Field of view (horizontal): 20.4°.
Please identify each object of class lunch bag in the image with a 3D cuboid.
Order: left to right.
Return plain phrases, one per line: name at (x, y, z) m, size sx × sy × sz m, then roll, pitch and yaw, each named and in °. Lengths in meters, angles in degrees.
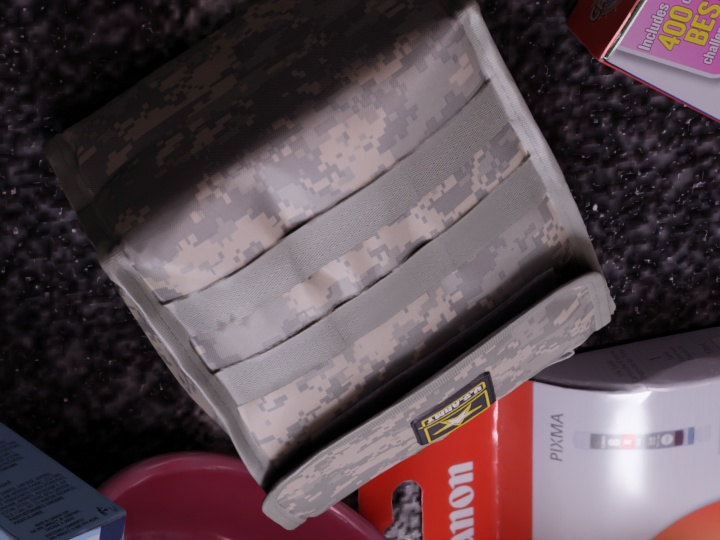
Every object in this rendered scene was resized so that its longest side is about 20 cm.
lunch bag at (0.000, 0.000, 0.771) m, size 0.163 × 0.118 × 0.201 m, roll -33°, pitch 127°, yaw -3°

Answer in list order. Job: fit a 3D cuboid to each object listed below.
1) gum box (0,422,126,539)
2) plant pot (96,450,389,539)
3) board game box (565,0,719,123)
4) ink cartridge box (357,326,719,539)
gum box at (-0.177, 0.118, 0.733) m, size 0.044 × 0.199 × 0.171 m, roll -20°, pitch 130°, yaw -46°
plant pot at (-0.074, 0.208, 0.830) m, size 0.199 × 0.201 × 0.179 m, roll 19°, pitch 127°, yaw -27°
board game box at (0.205, -0.118, 0.818) m, size 0.199 × 0.040 × 0.154 m, roll 23°, pitch 109°, yaw -28°
ink cartridge box at (0.100, 0.116, 0.910) m, size 0.198 × 0.050 × 0.163 m, roll -12°, pitch 121°, yaw -16°
